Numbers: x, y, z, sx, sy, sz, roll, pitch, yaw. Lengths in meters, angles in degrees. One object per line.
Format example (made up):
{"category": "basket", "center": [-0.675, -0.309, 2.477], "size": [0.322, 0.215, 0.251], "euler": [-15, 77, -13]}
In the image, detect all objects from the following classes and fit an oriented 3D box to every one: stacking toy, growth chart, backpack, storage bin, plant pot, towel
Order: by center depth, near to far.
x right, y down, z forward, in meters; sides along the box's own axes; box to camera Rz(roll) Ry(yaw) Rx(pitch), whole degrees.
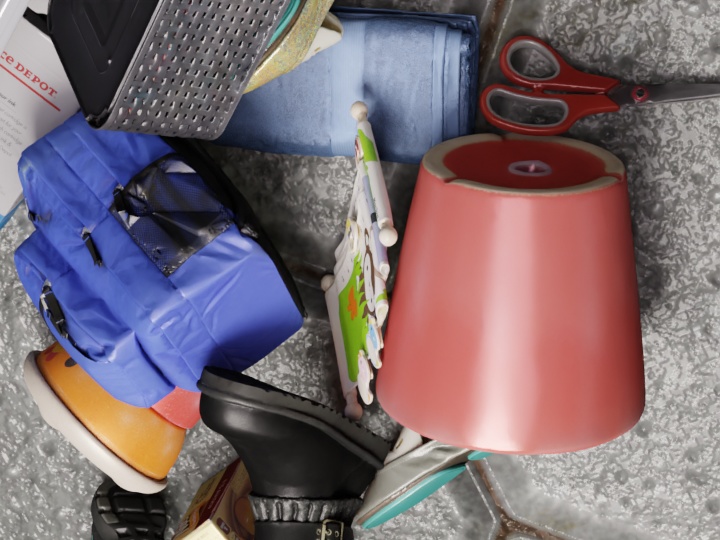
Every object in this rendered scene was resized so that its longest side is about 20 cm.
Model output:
{"category": "storage bin", "center": [-0.122, -0.200, 1.307], "size": [0.093, 0.136, 0.200], "euler": [3, 134, -34]}
{"category": "plant pot", "center": [0.110, 0.008, 1.370], "size": [0.199, 0.201, 0.178], "euler": [5, 111, 8]}
{"category": "backpack", "center": [-0.161, -0.022, 1.390], "size": [0.167, 0.163, 0.200], "euler": [-33, 64, -10]}
{"category": "growth chart", "center": [0.000, 0.000, 1.402], "size": [0.018, 0.145, 0.201], "euler": [-2, 137, -13]}
{"category": "towel", "center": [-0.015, -0.136, 1.421], "size": [0.199, 0.049, 0.112], "euler": [5, 111, 8]}
{"category": "stacking toy", "center": [-0.145, 0.056, 1.495], "size": [0.146, 0.146, 0.200], "euler": [44, 92, -8]}

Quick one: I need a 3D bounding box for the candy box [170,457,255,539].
{"category": "candy box", "center": [-0.059, 0.255, 1.539], "size": [0.055, 0.116, 0.200], "euler": [-37, 100, 21]}

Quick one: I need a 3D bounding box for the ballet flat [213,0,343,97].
{"category": "ballet flat", "center": [-0.028, -0.195, 1.353], "size": [0.070, 0.071, 0.201], "euler": [31, 103, -2]}

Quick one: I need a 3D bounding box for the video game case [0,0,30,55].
{"category": "video game case", "center": [-0.307, -0.201, 1.403], "size": [0.182, 0.024, 0.200], "euler": [50, 117, 34]}

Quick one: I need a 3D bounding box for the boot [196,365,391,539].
{"category": "boot", "center": [-0.063, 0.168, 1.396], "size": [0.079, 0.211, 0.159], "euler": [14, 78, 41]}

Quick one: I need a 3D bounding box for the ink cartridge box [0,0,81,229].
{"category": "ink cartridge box", "center": [-0.268, -0.129, 1.458], "size": [0.116, 0.067, 0.200], "euler": [38, 112, -4]}

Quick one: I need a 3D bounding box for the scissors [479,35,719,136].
{"category": "scissors", "center": [0.185, -0.118, 1.393], "size": [0.199, 0.014, 0.074], "euler": [12, 73, 3]}

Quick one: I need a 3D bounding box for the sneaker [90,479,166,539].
{"category": "sneaker", "center": [-0.173, 0.250, 1.525], "size": [0.075, 0.200, 0.080], "euler": [6, 121, -15]}

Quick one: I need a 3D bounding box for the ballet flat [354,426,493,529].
{"category": "ballet flat", "center": [0.070, 0.128, 1.506], "size": [0.199, 0.067, 0.064], "euler": [-32, 75, 19]}
